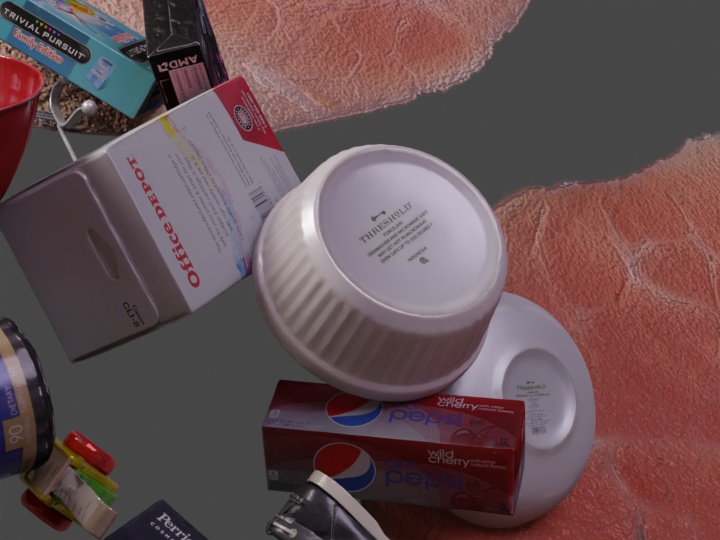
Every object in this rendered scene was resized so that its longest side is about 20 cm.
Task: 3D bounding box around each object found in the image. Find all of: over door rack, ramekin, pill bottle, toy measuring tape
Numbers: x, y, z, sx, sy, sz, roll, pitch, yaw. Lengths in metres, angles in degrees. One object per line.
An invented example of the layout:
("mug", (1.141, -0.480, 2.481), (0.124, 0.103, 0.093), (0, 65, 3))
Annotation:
("over door rack", (-0.295, -0.112, 1.791), (0.148, 0.067, 0.200), (8, 41, -28))
("ramekin", (0.023, -0.007, 1.646), (0.202, 0.094, 0.203), (11, 56, -17))
("pill bottle", (-0.320, 0.108, 1.447), (0.200, 0.112, 0.112), (-16, 55, -27))
("toy measuring tape", (-0.193, 0.160, 1.493), (0.073, 0.074, 0.200), (10, 7, -27))

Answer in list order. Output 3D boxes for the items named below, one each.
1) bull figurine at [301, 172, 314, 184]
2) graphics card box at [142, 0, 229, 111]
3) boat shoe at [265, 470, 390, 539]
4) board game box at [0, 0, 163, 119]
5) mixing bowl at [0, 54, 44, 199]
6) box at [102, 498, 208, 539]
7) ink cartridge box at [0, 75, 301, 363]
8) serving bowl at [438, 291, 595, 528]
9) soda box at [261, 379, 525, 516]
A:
("bull figurine", (0.000, 0.000, 1.794), (0.065, 0.121, 0.200), (-39, 110, -15))
("graphics card box", (-0.141, -0.153, 1.852), (0.051, 0.200, 0.126), (-14, 42, 4))
("boat shoe", (0.014, 0.244, 1.605), (0.200, 0.072, 0.068), (44, 73, 7))
("board game box", (-0.264, -0.214, 1.909), (0.200, 0.047, 0.151), (31, 12, -1))
("mixing bowl", (-0.342, -0.093, 1.629), (0.200, 0.109, 0.200), (1, 21, 0))
("box", (-0.137, 0.285, 1.383), (0.197, 0.118, 0.200), (40, 35, 12))
("ink cartridge box", (-0.162, -0.042, 1.699), (0.200, 0.145, 0.145), (-35, 100, -53))
("serving bowl", (0.126, 0.110, 1.748), (0.200, 0.066, 0.200), (10, 74, -37))
("soda box", (0.027, 0.137, 1.653), (0.200, 0.070, 0.063), (5, 35, 10))
